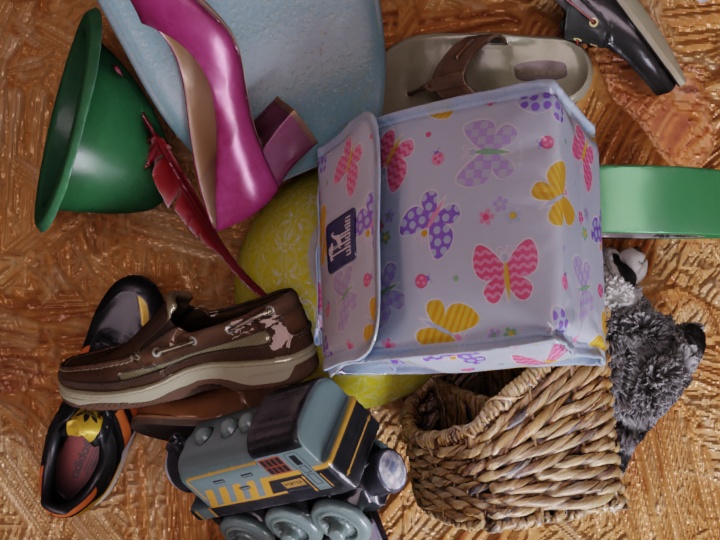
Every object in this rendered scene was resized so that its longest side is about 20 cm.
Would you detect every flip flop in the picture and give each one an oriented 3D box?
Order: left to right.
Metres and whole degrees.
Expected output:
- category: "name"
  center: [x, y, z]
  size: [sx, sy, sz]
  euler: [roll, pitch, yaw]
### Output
- category: "flip flop"
  center: [0.100, -0.162, 0.884]
  size: [0.196, 0.058, 0.083]
  euler: [-4, 91, -4]

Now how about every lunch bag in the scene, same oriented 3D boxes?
- category: "lunch bag"
  center: [0.053, -0.017, 0.706]
  size: [0.197, 0.127, 0.173]
  euler: [-6, 76, 31]

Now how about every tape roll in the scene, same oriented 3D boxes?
- category: "tape roll"
  center: [0.190, -0.050, 0.819]
  size: [0.197, 0.200, 0.049]
  euler: [0, 90, -3]

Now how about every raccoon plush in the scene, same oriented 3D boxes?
- category: "raccoon plush"
  center: [0.189, 0.075, 0.861]
  size: [0.133, 0.097, 0.201]
  euler: [32, 71, 2]

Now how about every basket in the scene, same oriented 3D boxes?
- category: "basket"
  center: [0.100, 0.102, 0.813]
  size: [0.140, 0.200, 0.152]
  euler: [-7, 92, -9]

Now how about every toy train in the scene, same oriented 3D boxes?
- category: "toy train"
  center: [-0.060, 0.144, 0.779]
  size: [0.114, 0.198, 0.086]
  euler: [48, 46, -23]

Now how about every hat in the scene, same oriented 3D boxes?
- category: "hat"
  center: [-0.155, -0.085, 0.846]
  size: [0.174, 0.165, 0.203]
  euler: [14, 78, -24]

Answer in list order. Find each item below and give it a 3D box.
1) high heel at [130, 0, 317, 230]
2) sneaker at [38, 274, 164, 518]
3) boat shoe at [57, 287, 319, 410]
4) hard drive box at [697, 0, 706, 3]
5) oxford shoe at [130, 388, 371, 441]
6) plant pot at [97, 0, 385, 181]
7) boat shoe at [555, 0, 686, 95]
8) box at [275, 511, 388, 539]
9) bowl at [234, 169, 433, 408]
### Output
- category: "high heel"
  center: [-0.114, -0.115, 0.691]
  size: [0.096, 0.067, 0.200]
  euler: [-44, 122, -3]
- category: "sneaker"
  center: [-0.205, 0.103, 0.851]
  size: [0.069, 0.090, 0.203]
  euler: [19, 90, -3]
- category: "boat shoe"
  center: [-0.132, 0.050, 0.783]
  size: [0.199, 0.075, 0.076]
  euler: [-9, 104, 7]
- category: "hard drive box"
  center: [0.242, -0.318, 0.843]
  size: [0.199, 0.156, 0.077]
  euler: [35, 87, -4]
- category: "oxford shoe"
  center: [-0.090, 0.106, 0.874]
  size: [0.197, 0.071, 0.072]
  euler: [-2, 71, -15]
- category: "plant pot"
  center: [-0.077, -0.175, 0.815]
  size: [0.193, 0.196, 0.202]
  euler: [-23, 106, -3]
- category: "boat shoe"
  center: [0.195, -0.222, 0.889]
  size: [0.063, 0.074, 0.201]
  euler: [-40, 100, 24]
- category: "box"
  center: [-0.014, 0.302, 0.852]
  size: [0.130, 0.115, 0.203]
  euler: [-22, 91, -3]
- category: "bowl"
  center: [0.000, 0.000, 0.830]
  size: [0.197, 0.108, 0.204]
  euler: [2, 75, -8]
